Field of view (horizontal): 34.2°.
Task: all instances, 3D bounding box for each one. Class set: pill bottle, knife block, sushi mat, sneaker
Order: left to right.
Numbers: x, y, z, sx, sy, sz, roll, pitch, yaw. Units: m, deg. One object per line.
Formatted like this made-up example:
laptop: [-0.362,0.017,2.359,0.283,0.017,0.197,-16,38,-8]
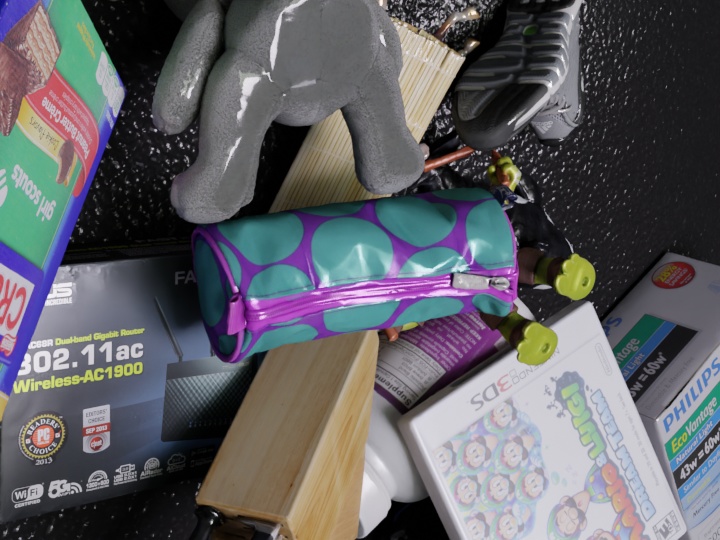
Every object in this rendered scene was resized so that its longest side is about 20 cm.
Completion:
knife block: [-0.055,0.130,0.704,0.175,0.064,0.201,-5,102,-70]
sushi mat: [-0.004,-0.076,0.810,0.095,0.012,0.200,14,110,-40]
pill bottle: [0.040,0.099,0.871,0.200,0.112,0.112,-43,126,-24]
sneaker: [0.135,-0.127,0.893,0.200,0.075,0.116,-58,142,-38]

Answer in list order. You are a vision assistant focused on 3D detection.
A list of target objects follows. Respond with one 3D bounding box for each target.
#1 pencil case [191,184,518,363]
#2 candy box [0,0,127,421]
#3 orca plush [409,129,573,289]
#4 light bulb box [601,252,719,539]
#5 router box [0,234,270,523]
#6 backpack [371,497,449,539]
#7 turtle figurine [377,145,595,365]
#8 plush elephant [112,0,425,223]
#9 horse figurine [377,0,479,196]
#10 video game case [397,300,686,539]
pencil case: [0.000,0.000,0.711,0.199,0.092,0.085,-9,115,-22]
candy box: [-0.195,-0.045,0.560,0.169,0.077,0.201,82,26,-72]
orca plush: [0.125,-0.039,0.932,0.105,0.071,0.200,-52,129,-17]
light bulb box: [0.304,0.128,1.099,0.198,0.125,0.200,-42,126,-24]
router box: [-0.146,0.059,0.731,0.199,0.062,0.151,-7,105,-40]
backpack: [0.134,0.252,0.943,0.200,0.190,0.155,-30,136,-31]
turtle figurine: [0.074,0.009,0.825,0.200,0.161,0.064,-49,137,-13]
plush elephant: [-0.067,-0.143,0.697,0.164,0.155,0.201,-18,121,-26]
horse figurine: [0.016,-0.162,0.812,0.133,0.050,0.200,-45,136,-6]
video game case: [0.137,0.151,0.844,0.182,0.024,0.201,-30,101,-28]
